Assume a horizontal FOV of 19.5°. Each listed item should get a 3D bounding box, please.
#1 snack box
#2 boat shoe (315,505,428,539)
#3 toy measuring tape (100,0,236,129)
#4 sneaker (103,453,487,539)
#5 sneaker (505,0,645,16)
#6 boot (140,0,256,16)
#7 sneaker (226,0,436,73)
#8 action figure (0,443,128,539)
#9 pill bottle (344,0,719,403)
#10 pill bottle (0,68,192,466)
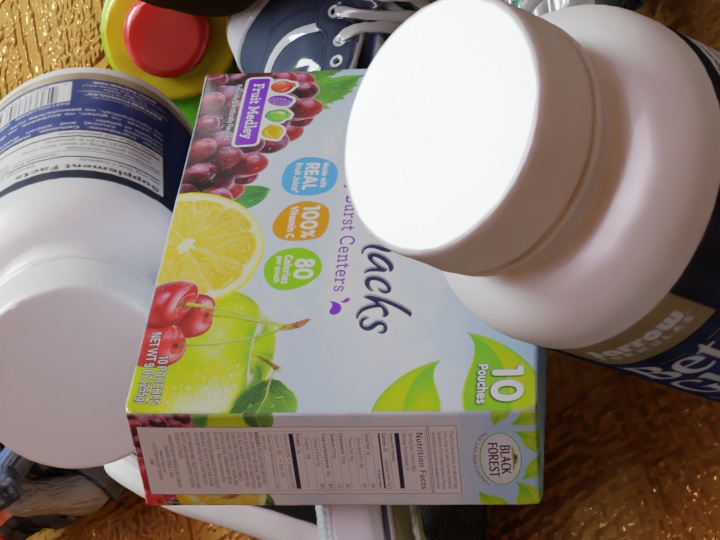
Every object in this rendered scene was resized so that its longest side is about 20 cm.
[{"bbox_3d":[0.000,0.000,0.782,0.142,0.053,0.200,0,41,6],"label":"snack box"},{"bbox_3d":[0.028,0.152,0.770,0.072,0.062,0.201,174,83,-84],"label":"boat shoe"},{"bbox_3d":[-0.074,-0.150,1.002,0.074,0.073,0.201,36,104,46],"label":"toy measuring tape"},{"bbox_3d":[-0.017,0.062,0.882,0.199,0.073,0.112,13,84,40],"label":"sneaker"},{"bbox_3d":[0.091,-0.125,0.807,0.078,0.091,0.201,128,141,-54],"label":"sneaker"},{"bbox_3d":[-0.040,-0.201,0.882,0.200,0.072,0.155,165,115,-65],"label":"boot"},{"bbox_3d":[0.018,-0.129,0.900,0.200,0.070,0.109,-52,41,31],"label":"sneaker"},{"bbox_3d":[-0.162,0.084,1.032,0.193,0.105,0.200,-32,28,28],"label":"action figure"},{"bbox_3d":[0.093,-0.021,0.688,0.111,0.200,0.112,-18,65,43],"label":"pill bottle"},{"bbox_3d":[-0.120,-0.002,0.905,0.111,0.111,0.200,-54,20,20],"label":"pill bottle"}]
